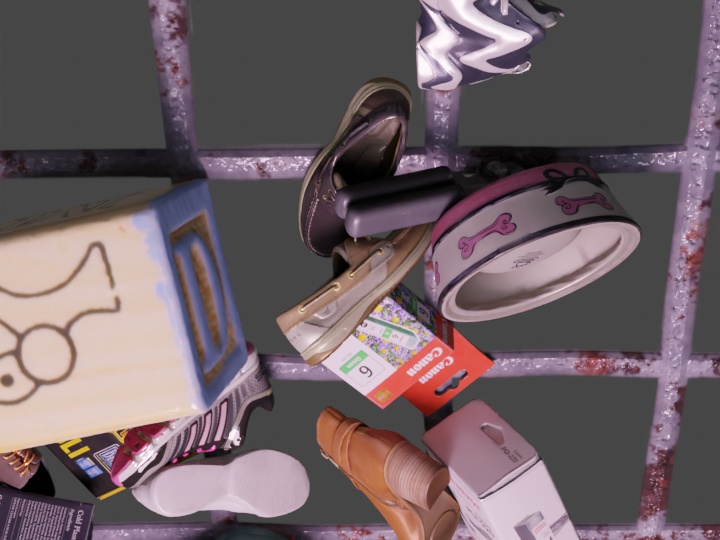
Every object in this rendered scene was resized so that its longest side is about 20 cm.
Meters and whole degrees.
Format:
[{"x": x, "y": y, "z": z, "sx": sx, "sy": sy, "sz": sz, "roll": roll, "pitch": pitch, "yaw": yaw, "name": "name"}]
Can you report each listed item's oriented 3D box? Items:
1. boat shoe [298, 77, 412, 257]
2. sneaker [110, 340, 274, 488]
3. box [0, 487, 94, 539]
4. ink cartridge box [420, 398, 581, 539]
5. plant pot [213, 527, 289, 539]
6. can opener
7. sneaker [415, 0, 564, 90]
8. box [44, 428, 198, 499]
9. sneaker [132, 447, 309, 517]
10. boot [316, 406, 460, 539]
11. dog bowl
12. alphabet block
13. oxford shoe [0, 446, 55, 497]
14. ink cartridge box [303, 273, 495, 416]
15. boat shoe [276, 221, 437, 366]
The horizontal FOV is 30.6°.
[{"x": -0.010, "y": -0.087, "z": 1.244, "sx": 0.073, "sy": 0.065, "sz": 0.200, "roll": 16, "pitch": 124, "yaw": -11, "name": "boat shoe"}, {"x": -0.166, "y": 0.166, "z": 1.366, "sx": 0.200, "sy": 0.074, "sz": 0.088, "roll": -42, "pitch": 112, "yaw": -17, "name": "sneaker"}, {"x": -0.397, "y": 0.319, "z": 1.460, "sx": 0.182, "sy": 0.104, "sz": 0.200, "roll": 11, "pitch": 151, "yaw": -7, "name": "box"}, {"x": 0.161, "y": 0.256, "z": 1.412, "sx": 0.085, "sy": 0.146, "sz": 0.200, "roll": -31, "pitch": 120, "yaw": -10, "name": "ink cartridge box"}, {"x": -0.129, "y": 0.384, "z": 1.522, "sx": 0.200, "sy": 0.134, "sz": 0.201, "roll": 0, "pitch": 124, "yaw": 1, "name": "plant pot"}, {"x": 0.072, "y": -0.059, "z": 1.231, "sx": 0.200, "sy": 0.053, "sz": 0.067, "roll": -13, "pitch": 138, "yaw": -19, "name": "can opener"}, {"x": 0.111, "y": -0.246, "z": 1.127, "sx": 0.129, "sy": 0.080, "sz": 0.200, "roll": -2, "pitch": 124, "yaw": 1, "name": "sneaker"}, {"x": -0.277, "y": 0.141, "z": 1.416, "sx": 0.159, "sy": 0.049, "sz": 0.200, "roll": -25, "pitch": 120, "yaw": 19, "name": "box"}, {"x": -0.155, "y": 0.235, "z": 1.457, "sx": 0.200, "sy": 0.075, "sz": 0.088, "roll": 5, "pitch": 170, "yaw": -33, "name": "sneaker"}, {"x": 0.026, "y": 0.236, "z": 1.433, "sx": 0.155, "sy": 0.074, "sz": 0.200, "roll": 26, "pitch": 140, "yaw": 29, "name": "boot"}, {"x": 0.155, "y": -0.028, "z": 1.224, "sx": 0.200, "sy": 0.074, "sz": 0.200, "roll": -18, "pitch": 160, "yaw": -7, "name": "dog bowl"}, {"x": -0.236, "y": 0.036, "z": 1.216, "sx": 0.200, "sy": 0.196, "sz": 0.196, "roll": -11, "pitch": 97, "yaw": 9, "name": "alphabet block"}, {"x": -0.377, "y": 0.185, "z": 1.404, "sx": 0.073, "sy": 0.071, "sz": 0.200, "roll": 20, "pitch": 153, "yaw": 23, "name": "oxford shoe"}, {"x": 0.036, "y": 0.082, "z": 1.364, "sx": 0.200, "sy": 0.050, "sz": 0.109, "roll": 39, "pitch": 116, "yaw": -21, "name": "ink cartridge box"}, {"x": 0.000, "y": 0.000, "z": 1.251, "sx": 0.066, "sy": 0.200, "sz": 0.074, "roll": 44, "pitch": 154, "yaw": -4, "name": "boat shoe"}]
